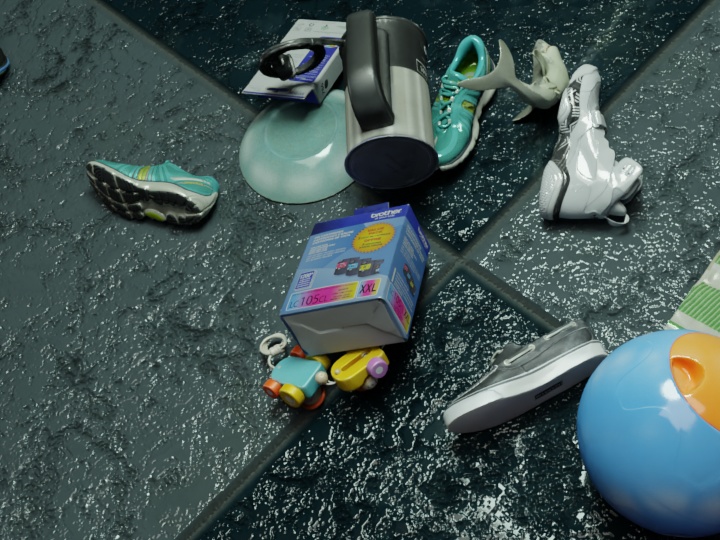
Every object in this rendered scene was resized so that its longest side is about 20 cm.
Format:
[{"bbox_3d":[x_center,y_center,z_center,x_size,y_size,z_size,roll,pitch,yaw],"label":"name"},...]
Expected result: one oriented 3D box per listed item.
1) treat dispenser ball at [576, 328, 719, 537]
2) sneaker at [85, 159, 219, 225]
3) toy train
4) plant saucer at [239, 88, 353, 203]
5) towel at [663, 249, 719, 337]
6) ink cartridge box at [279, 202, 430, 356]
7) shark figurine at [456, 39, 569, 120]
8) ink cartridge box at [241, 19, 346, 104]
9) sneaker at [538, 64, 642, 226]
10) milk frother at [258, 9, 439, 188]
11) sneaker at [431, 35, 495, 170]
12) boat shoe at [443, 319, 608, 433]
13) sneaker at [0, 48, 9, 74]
[{"bbox_3d":[0.314,0.158,0.995,0.200,0.201,0.201,-7,58,11],"label":"treat dispenser ball"},{"bbox_3d":[-0.288,-0.115,1.405,0.199,0.078,0.080,15,45,17],"label":"sneaker"},{"bbox_3d":[-0.020,0.099,1.209,0.200,0.056,0.150,-21,34,11],"label":"toy train"},{"bbox_3d":[-0.078,-0.186,1.400,0.200,0.039,0.201,-7,57,11],"label":"plant saucer"},{"bbox_3d":[0.457,0.032,1.142,0.152,0.023,0.200,32,70,28],"label":"towel"},{"bbox_3d":[0.000,0.000,1.210,0.136,0.076,0.200,-11,36,24],"label":"ink cartridge box"},{"bbox_3d":[0.217,-0.227,1.315,0.089,0.214,0.128,-38,84,34],"label":"shark figurine"},{"bbox_3d":[-0.081,-0.287,1.431,0.099,0.039,0.200,10,45,21],"label":"ink cartridge box"},{"bbox_3d":[0.295,-0.150,1.247,0.115,0.075,0.201,13,83,17],"label":"sneaker"},{"bbox_3d":[-0.018,-0.210,1.277,0.200,0.180,0.189,-21,56,30],"label":"milk frother"},{"bbox_3d":[0.121,-0.221,1.337,0.077,0.080,0.200,11,64,21],"label":"sneaker"},{"bbox_3d":[0.176,0.114,1.134,0.200,0.072,0.068,-26,59,-5],"label":"boat shoe"},{"bbox_3d":[-0.624,-0.371,1.627,0.071,0.083,0.200,-30,57,-4],"label":"sneaker"}]
